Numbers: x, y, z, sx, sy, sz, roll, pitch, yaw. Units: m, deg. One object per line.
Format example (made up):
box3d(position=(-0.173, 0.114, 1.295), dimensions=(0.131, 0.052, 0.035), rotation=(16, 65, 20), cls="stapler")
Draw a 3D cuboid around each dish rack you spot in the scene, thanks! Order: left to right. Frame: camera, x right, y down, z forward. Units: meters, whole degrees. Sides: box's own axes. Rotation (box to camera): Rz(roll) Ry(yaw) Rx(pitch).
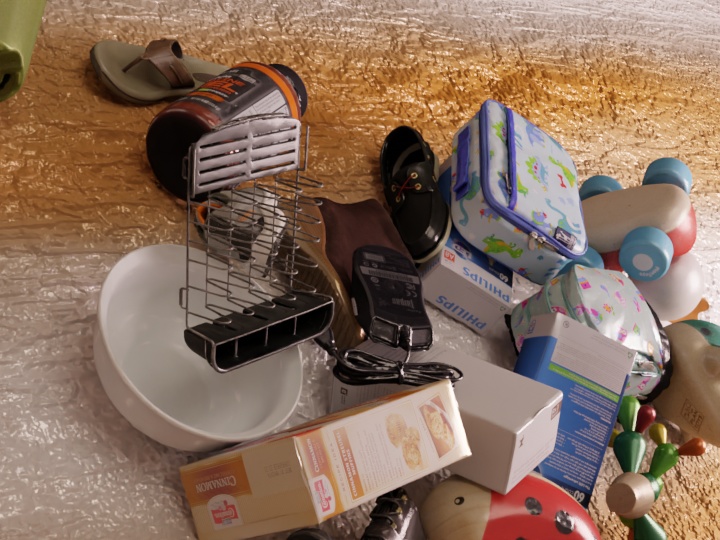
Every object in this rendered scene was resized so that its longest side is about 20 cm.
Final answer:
box3d(position=(-0.086, -0.029, 1.155), dimensions=(0.054, 0.202, 0.153), rotation=(17, 24, 35), cls="dish rack")

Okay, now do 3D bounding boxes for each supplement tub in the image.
box3d(position=(-0.131, -0.153, 1.433), dimensions=(0.107, 0.107, 0.200), rotation=(43, 37, 2), cls="supplement tub")

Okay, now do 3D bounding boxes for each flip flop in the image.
box3d(position=(-0.201, -0.218, 1.473), dimensions=(0.198, 0.058, 0.082), rotation=(5, 51, -38), cls="flip flop")

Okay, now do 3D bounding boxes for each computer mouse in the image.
box3d(position=(0.005, 0.049, 1.295), dimensions=(0.139, 0.046, 0.201), rotation=(7, 38, -24), cls="computer mouse")

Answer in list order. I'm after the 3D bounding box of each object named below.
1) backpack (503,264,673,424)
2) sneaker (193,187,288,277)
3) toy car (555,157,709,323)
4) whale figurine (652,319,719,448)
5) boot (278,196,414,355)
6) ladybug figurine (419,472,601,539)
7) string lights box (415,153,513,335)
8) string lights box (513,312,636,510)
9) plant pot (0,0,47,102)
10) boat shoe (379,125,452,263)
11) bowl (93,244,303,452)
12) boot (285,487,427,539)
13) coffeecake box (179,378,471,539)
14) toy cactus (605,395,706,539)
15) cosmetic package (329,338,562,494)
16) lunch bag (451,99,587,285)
box3d(position=(0.255, 0.070, 1.533), dimensions=(0.199, 0.127, 0.168), rotation=(11, 42, -46), cls="backpack")
box3d(position=(-0.121, -0.050, 1.309), dimensions=(0.079, 0.075, 0.200), rotation=(24, 4, -14), cls="sneaker")
box3d(position=(0.353, 0.000, 1.709), dimensions=(0.201, 0.175, 0.185), rotation=(60, 35, -25), cls="toy car")
box3d(position=(0.418, 0.144, 1.588), dimensions=(0.103, 0.160, 0.200), rotation=(-18, 49, -23), cls="whale figurine")
box3d(position=(0.000, 0.000, 1.428), dimensions=(0.165, 0.073, 0.201), rotation=(-5, 54, -41), cls="boot")
box3d(position=(0.150, 0.256, 1.272), dimensions=(0.198, 0.072, 0.137), rotation=(18, 83, -18), cls="ladybug figurine")
box3d(position=(0.122, -0.033, 1.578), dimensions=(0.102, 0.059, 0.201), rotation=(31, 39, -18), cls="string lights box")
box3d(position=(0.194, 0.156, 1.374), dimensions=(0.102, 0.059, 0.202), rotation=(26, 76, -17), cls="string lights box")
box3d(position=(-0.370, -0.264, 1.288), dimensions=(0.198, 0.200, 0.192), rotation=(15, 58, -31), cls="plant pot")
box3d(position=(0.057, -0.087, 1.553), dimensions=(0.063, 0.073, 0.202), rotation=(45, 25, -34), cls="boat shoe")
box3d(position=(-0.155, 0.083, 1.198), dimensions=(0.200, 0.090, 0.202), rotation=(23, 41, -22), cls="bowl")
box3d(position=(0.002, 0.245, 1.158), dimensions=(0.175, 0.069, 0.202), rotation=(-62, 141, -49), cls="boot")
box3d(position=(-0.028, 0.163, 1.171), dimensions=(0.199, 0.153, 0.074), rotation=(-14, 86, -47), cls="coffeecake box")
box3d(position=(0.292, 0.228, 1.388), dimensions=(0.165, 0.101, 0.203), rotation=(9, 78, -66), cls="toy cactus")
box3d(position=(0.080, 0.128, 1.298), dimensions=(0.199, 0.075, 0.101), rotation=(22, 30, 29), cls="cosmetic package")
box3d(position=(0.177, -0.092, 1.569), dimensions=(0.160, 0.082, 0.201), rotation=(31, 38, -21), cls="lunch bag")
